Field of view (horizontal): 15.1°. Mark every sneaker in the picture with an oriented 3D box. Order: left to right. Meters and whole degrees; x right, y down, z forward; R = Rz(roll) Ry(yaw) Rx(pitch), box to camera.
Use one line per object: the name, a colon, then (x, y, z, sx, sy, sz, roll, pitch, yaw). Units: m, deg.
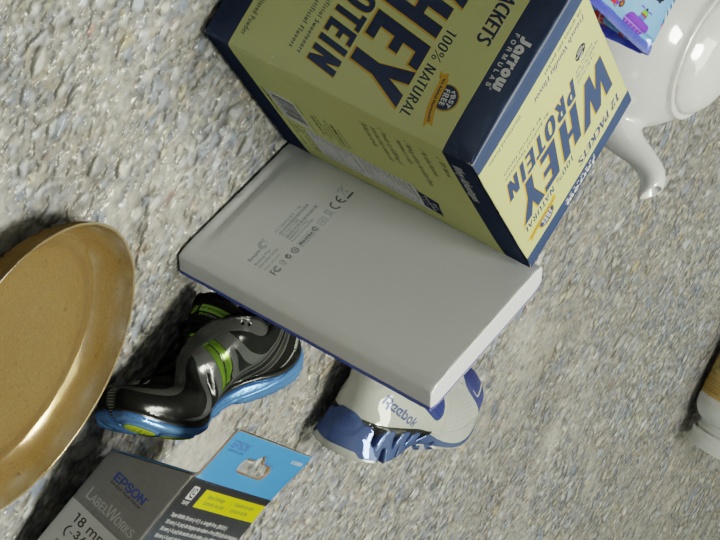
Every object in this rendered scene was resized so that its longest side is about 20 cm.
sneaker: (-0.111, 0.059, 1.813, 0.199, 0.071, 0.083, -28, 118, -51)
sneaker: (0.049, 0.080, 2.151, 0.199, 0.080, 0.115, -15, 131, -59)

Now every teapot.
teapot: (0.249, -0.196, 2.186, 0.197, 0.146, 0.200, -42, 150, -42)

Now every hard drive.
hard drive: (0.000, 0.000, 1.787, 0.132, 0.200, 0.025, -47, 154, -34)

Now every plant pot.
plant pot: (-0.206, 0.056, 1.631, 0.200, 0.027, 0.200, -48, 155, -31)

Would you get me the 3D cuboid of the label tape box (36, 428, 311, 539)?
label tape box: (-0.139, 0.172, 1.816, 0.200, 0.063, 0.144, -50, 159, 3)

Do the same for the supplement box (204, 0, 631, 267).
supplement box: (0.042, -0.129, 1.730, 0.134, 0.199, 0.200, -59, 158, -8)

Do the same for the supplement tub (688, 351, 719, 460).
supplement tub: (0.463, 0.126, 3.040, 0.200, 0.144, 0.144, -65, 158, 6)

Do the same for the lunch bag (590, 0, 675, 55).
lunch bag: (0.161, -0.259, 1.840, 0.151, 0.094, 0.200, -62, 150, -3)
